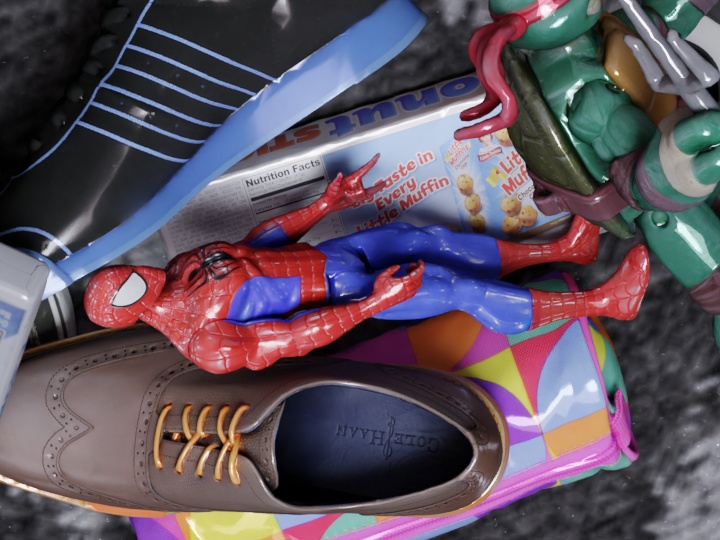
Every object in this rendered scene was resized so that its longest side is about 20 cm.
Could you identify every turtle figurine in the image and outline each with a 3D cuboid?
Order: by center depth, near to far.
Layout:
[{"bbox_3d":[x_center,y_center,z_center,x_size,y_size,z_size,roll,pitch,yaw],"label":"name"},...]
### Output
[{"bbox_3d":[0.100,-0.052,0.864,0.101,0.150,0.200,-16,128,28],"label":"turtle figurine"}]

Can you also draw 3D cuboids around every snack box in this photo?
[{"bbox_3d":[0.025,-0.031,0.986,0.200,0.024,0.072,-17,119,1],"label":"snack box"}]

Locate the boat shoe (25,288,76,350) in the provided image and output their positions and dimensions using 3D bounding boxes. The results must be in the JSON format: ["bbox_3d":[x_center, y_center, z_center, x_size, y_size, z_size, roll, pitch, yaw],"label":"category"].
[{"bbox_3d":[-0.172,-0.018,0.942,0.071,0.064,0.200,-33,117,9],"label":"boat shoe"}]

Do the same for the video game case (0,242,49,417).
[{"bbox_3d":[-0.220,0.021,0.915,0.200,0.022,0.182,23,135,-2],"label":"video game case"}]

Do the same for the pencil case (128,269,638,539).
[{"bbox_3d":[0.006,0.072,1.002,0.200,0.088,0.088,-24,117,4],"label":"pencil case"}]

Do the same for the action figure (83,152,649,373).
[{"bbox_3d":[0.000,0.000,0.931,0.200,0.065,0.052,-8,132,-18],"label":"action figure"}]

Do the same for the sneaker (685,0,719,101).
[{"bbox_3d":[0.176,-0.046,0.983,0.080,0.074,0.200,-20,114,18],"label":"sneaker"}]

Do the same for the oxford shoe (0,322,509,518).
[{"bbox_3d":[-0.049,0.053,0.930,0.200,0.073,0.071,0,88,6],"label":"oxford shoe"}]

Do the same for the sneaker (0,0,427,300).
[{"bbox_3d":[-0.075,-0.063,0.920,0.200,0.070,0.078,-37,102,-11],"label":"sneaker"}]
